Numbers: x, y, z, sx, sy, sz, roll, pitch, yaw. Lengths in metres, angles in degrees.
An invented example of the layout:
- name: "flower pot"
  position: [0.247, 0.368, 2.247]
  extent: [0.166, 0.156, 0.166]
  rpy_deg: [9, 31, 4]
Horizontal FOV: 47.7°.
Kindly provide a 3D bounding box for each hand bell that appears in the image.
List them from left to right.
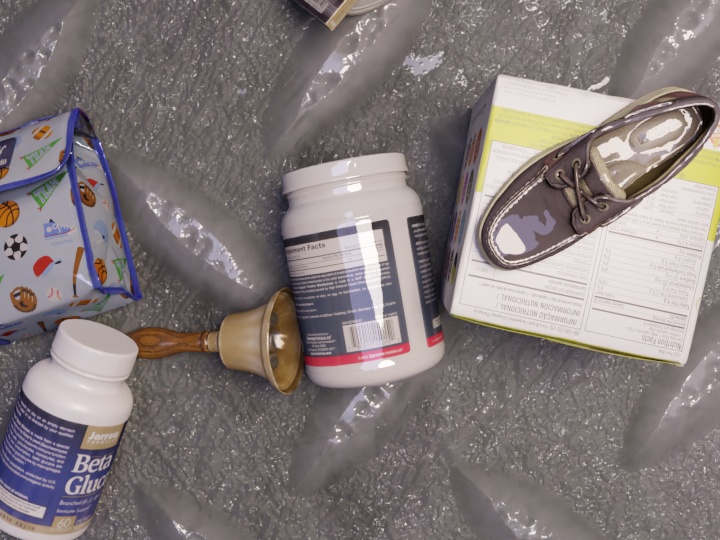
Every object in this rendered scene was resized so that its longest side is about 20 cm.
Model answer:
- name: "hand bell"
  position: [-0.163, 0.075, 0.839]
  extent: [0.196, 0.104, 0.107]
  rpy_deg: [-3, 93, 18]

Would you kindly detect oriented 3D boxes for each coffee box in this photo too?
- name: "coffee box"
  position: [0.186, -0.044, 0.735]
  extent: [0.196, 0.200, 0.202]
  rpy_deg: [11, 94, 2]

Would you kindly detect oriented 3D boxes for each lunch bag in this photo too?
- name: "lunch bag"
  position: [-0.334, -0.048, 0.818]
  extent: [0.167, 0.124, 0.204]
  rpy_deg: [-16, 79, 5]

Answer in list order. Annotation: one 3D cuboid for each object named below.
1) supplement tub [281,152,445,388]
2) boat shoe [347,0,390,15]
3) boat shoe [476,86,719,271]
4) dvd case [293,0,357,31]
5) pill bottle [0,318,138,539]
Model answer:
- name: "supplement tub"
  position: [0.000, 0.000, 0.782]
  extent: [0.137, 0.140, 0.205]
  rpy_deg: [-10, 92, 5]
- name: "boat shoe"
  position: [0.049, -0.327, 0.794]
  extent: [0.198, 0.069, 0.073]
  rpy_deg: [-31, 91, 5]
- name: "boat shoe"
  position: [0.173, -0.069, 0.601]
  extent: [0.198, 0.065, 0.073]
  rpy_deg: [-32, 92, 5]
- name: "dvd case"
  position: [0.001, -0.336, 0.779]
  extent: [0.201, 0.016, 0.149]
  rpy_deg: [-49, 47, 7]
- name: "pill bottle"
  position: [-0.296, 0.158, 0.823]
  extent: [0.109, 0.111, 0.203]
  rpy_deg: [23, 99, 3]
